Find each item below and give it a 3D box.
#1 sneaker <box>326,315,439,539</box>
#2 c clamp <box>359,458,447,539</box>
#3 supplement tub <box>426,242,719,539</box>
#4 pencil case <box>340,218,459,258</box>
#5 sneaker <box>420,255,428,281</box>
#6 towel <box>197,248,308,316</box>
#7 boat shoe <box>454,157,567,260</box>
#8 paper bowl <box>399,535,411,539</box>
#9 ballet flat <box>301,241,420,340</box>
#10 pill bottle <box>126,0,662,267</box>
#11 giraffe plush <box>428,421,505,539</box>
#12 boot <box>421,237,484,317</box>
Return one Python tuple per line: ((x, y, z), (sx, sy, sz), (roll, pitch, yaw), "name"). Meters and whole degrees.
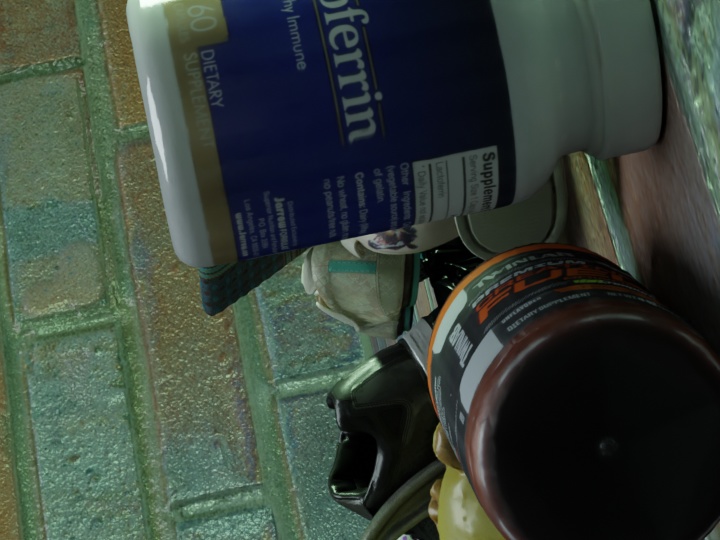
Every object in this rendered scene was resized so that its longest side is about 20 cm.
((0.027, 0.118, 1.202), (0.067, 0.090, 0.201), (-125, 14, -49), "sneaker")
((0.056, 0.199, 1.186), (0.201, 0.170, 0.027), (62, 179, -24), "c clamp")
((0.083, 0.048, 0.874), (0.200, 0.106, 0.108), (-119, 18, -79), "supplement tub")
((0.011, -0.098, 1.002), (0.078, 0.089, 0.201), (-117, 12, -51), "pencil case")
((0.041, -0.036, 1.279), (0.200, 0.077, 0.092), (-10, -65, -77), "sneaker")
((-0.033, -0.086, 1.067), (0.022, 0.146, 0.201), (35, 144, 30), "towel")
((0.067, -0.104, 0.950), (0.066, 0.074, 0.200), (-88, -8, -58), "boat shoe")
((0.073, 0.200, 1.483), (0.201, 0.104, 0.202), (170, 90, -88), "paper bowl")
((0.000, 0.000, 1.157), (0.200, 0.062, 0.068), (84, -173, -83), "ballet flat")
((0.013, -0.075, 0.855), (0.116, 0.199, 0.117), (168, 90, -86), "pill bottle")
((0.082, 0.160, 1.106), (0.173, 0.199, 0.163), (35, -103, -76), "giraffe plush")
((0.072, 0.023, 1.231), (0.200, 0.076, 0.169), (-118, 12, -56), "boot")
